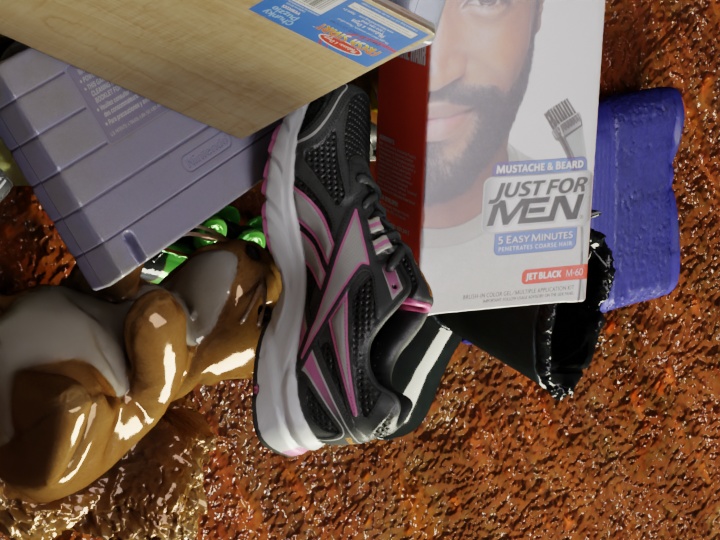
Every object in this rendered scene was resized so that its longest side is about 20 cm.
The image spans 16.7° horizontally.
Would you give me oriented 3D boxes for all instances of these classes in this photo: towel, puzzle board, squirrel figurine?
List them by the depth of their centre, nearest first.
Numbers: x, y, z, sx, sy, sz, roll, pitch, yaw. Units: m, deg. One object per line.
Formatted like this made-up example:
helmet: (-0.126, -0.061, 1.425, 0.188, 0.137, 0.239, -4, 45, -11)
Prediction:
puzzle board: (-0.085, -0.129, 1.197, 0.200, 0.151, 0.017, 22, 57, -38)
squirrel figurine: (-0.127, 0.061, 1.340, 0.186, 0.142, 0.200, -20, 137, -34)
towel: (0.132, -0.039, 1.613, 0.200, 0.049, 0.148, -13, 109, -40)

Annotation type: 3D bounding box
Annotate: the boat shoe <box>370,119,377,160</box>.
boat shoe: (-0.014, -0.098, 1.426, 0.200, 0.068, 0.072, -2, 111, -42)

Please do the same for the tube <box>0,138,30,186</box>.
tube: (-0.197, -0.071, 1.271, 0.200, 0.052, 0.058, 3, 64, -37)

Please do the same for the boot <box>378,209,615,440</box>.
boot: (0.072, 0.034, 1.496, 0.073, 0.162, 0.199, -8, 113, -44)

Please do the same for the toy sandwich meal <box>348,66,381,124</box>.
toy sandwich meal: (0.053, -0.167, 1.427, 0.205, 0.070, 0.206, 19, 62, -39)

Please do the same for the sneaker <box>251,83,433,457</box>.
sneaker: (0.000, 0.000, 1.306, 0.080, 0.086, 0.201, 20, 71, -67)

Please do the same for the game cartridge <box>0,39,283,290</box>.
game cartridge: (-0.107, -0.087, 1.291, 0.130, 0.038, 0.200, 56, 42, -3)

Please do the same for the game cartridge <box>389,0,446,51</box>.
game cartridge: (-0.002, -0.185, 1.307, 0.041, 0.200, 0.133, 17, 96, -27)

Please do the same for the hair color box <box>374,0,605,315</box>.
hair color box: (0.070, -0.081, 1.342, 0.111, 0.064, 0.201, -5, 105, -26)

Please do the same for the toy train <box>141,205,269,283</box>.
toy train: (-0.068, -0.003, 1.434, 0.200, 0.042, 0.056, 17, 108, -46)

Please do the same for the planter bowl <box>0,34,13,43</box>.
planter bowl: (-0.164, -0.199, 1.220, 0.200, 0.083, 0.201, -19, 120, -37)

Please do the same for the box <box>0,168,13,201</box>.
box: (-0.284, -0.029, 1.130, 0.200, 0.047, 0.193, -52, 132, -14)
